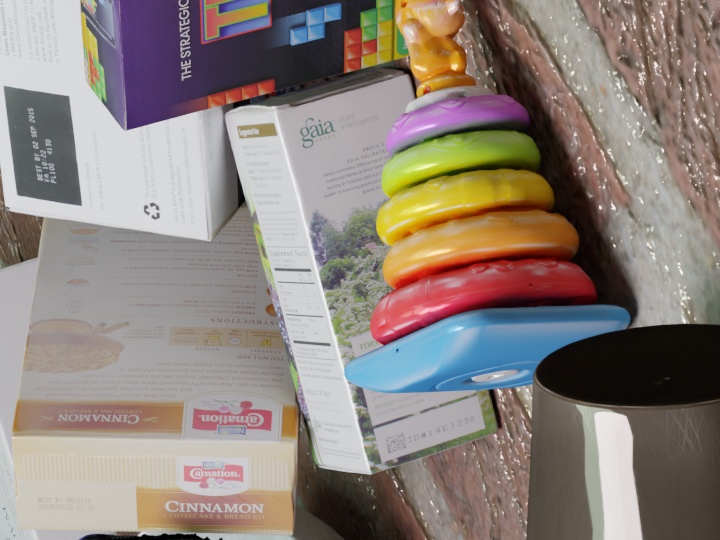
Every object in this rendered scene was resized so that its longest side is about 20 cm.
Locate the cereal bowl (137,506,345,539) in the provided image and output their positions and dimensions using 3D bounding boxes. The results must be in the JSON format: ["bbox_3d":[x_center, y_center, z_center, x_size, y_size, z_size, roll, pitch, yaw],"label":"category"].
[{"bbox_3d":[-0.056,0.231,1.827,0.200,0.083,0.200,5,100,33],"label":"cereal bowl"}]

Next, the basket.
[{"bbox_3d":[0.136,0.133,1.275,0.180,0.136,0.200,9,111,44],"label":"basket"}]

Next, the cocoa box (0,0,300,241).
[{"bbox_3d":[-0.118,-0.139,1.624,0.133,0.131,0.200,10,123,21],"label":"cocoa box"}]

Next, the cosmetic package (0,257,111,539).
[{"bbox_3d":[-0.231,0.100,2.155,0.200,0.123,0.200,-26,82,70],"label":"cosmetic package"}]

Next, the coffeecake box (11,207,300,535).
[{"bbox_3d":[-0.109,0.052,1.676,0.200,0.153,0.073,-88,0,-50],"label":"coffeecake box"}]

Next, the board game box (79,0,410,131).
[{"bbox_3d":[-0.054,-0.181,1.453,0.057,0.165,0.200,49,149,46],"label":"board game box"}]

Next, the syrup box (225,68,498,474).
[{"bbox_3d":[0.000,0.000,1.574,0.081,0.079,0.200,0,106,68],"label":"syrup box"}]

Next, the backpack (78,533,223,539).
[{"bbox_3d":[-0.087,0.237,1.674,0.147,0.200,0.183,17,95,56],"label":"backpack"}]

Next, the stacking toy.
[{"bbox_3d":[0.047,-0.045,1.420,0.116,0.110,0.200,-27,70,53],"label":"stacking toy"}]
